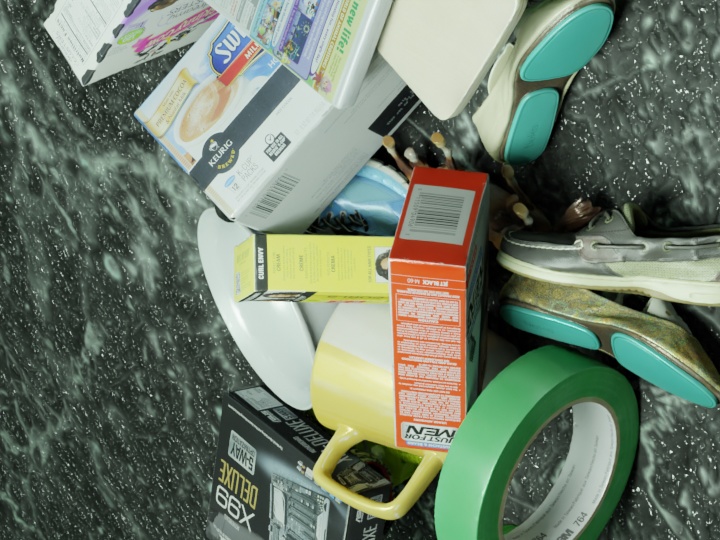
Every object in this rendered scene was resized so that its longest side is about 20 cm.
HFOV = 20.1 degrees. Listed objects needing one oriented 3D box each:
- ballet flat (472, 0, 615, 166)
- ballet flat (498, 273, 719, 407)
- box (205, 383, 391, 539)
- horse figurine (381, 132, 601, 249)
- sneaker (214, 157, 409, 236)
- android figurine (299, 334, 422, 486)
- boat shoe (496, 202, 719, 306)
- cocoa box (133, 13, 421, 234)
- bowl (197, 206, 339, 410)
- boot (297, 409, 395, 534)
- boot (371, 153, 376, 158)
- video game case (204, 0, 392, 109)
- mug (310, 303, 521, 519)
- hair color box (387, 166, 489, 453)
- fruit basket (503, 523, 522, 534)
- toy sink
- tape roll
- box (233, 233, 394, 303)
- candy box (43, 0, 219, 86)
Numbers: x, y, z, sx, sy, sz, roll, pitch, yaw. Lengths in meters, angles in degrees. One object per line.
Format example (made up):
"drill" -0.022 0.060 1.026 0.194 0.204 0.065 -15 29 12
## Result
"ballet flat" 0.132 -0.159 1.537 0.070 0.069 0.200 48 144 17
"ballet flat" 0.203 0.040 1.577 0.199 0.071 0.071 23 131 25
"box" -0.060 0.218 1.848 0.200 0.050 0.159 34 124 43
"horse figurine" 0.100 -0.057 1.627 0.199 0.050 0.133 26 167 25
"sneaker" -0.034 -0.048 1.728 0.199 0.090 0.079 13 149 24
"android figurine" -0.009 0.138 1.931 0.199 0.041 0.183 13 124 48
"boat shoe" 0.200 -0.019 1.518 0.200 0.072 0.066 9 105 22
"cocoa box" -0.054 -0.145 1.631 0.200 0.133 0.131 -48 69 10
"bowl" -0.059 0.017 1.834 0.201 0.090 0.202 48 154 32
"boot" -0.033 0.232 1.921 0.153 0.073 0.205 27 130 47
"boot" -0.060 -0.098 1.803 0.166 0.072 0.201 27 142 29
"video game case" -0.040 -0.251 1.505 0.182 0.022 0.201 40 126 28
"mug" 0.056 0.111 1.742 0.153 0.149 0.188 24 106 28
"hair color box" 0.062 0.033 1.568 0.064 0.111 0.201 7 134 9
"fruit basket" 0.087 0.345 1.820 0.155 0.215 0.216 -16 101 54
"toy sink" 0.065 -0.232 1.510 0.200 0.112 0.131 50 134 20
"tape roll" 0.143 0.160 1.621 0.048 0.200 0.201 27 133 39
"box" 0.000 0.000 1.664 0.075 0.199 0.050 154 115 -71
"candy box" -0.158 -0.257 1.728 0.072 0.167 0.200 56 145 8
